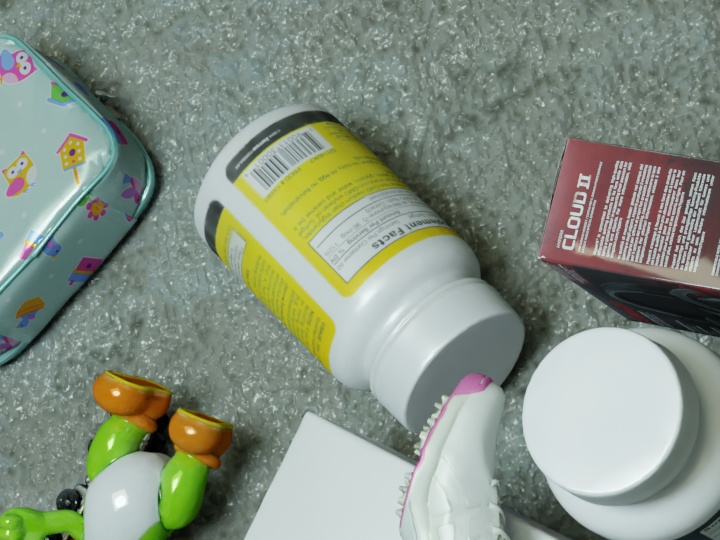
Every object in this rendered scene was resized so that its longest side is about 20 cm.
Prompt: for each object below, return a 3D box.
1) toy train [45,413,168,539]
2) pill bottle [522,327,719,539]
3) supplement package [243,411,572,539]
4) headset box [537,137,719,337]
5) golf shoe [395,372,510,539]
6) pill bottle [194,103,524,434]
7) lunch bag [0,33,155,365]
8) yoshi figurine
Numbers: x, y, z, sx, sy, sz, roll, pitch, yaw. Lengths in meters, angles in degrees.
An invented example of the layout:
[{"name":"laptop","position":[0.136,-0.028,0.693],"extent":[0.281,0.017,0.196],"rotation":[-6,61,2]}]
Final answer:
[{"name":"toy train","position":[-0.180,0.171,1.742],"extent":[0.046,0.034,0.200],"rotation":[30,90,17]},{"name":"pill bottle","position":[0.166,0.096,1.493],"extent":[0.119,0.200,0.120],"rotation":[-8,72,25]},{"name":"supplement package","position":[0.044,0.181,1.578],"extent":[0.200,0.117,0.117],"rotation":[26,89,29]},{"name":"headset box","position":[0.204,-0.010,1.533],"extent":[0.199,0.149,0.077],"rotation":[10,80,27]},{"name":"golf shoe","position":[0.058,0.158,1.480],"extent":[0.091,0.075,0.201],"rotation":[15,83,13]},{"name":"pill bottle","position":[0.000,0.000,1.652],"extent":[0.114,0.114,0.200],"rotation":[-48,61,7]},{"name":"lunch bag","position":[-0.239,-0.050,1.807],"extent":[0.200,0.077,0.160],"rotation":[-49,60,7]},{"name":"yoshi figurine","position":[-0.162,0.167,1.668],"extent":[0.200,0.112,0.112],"rotation":[-66,23,4]}]
